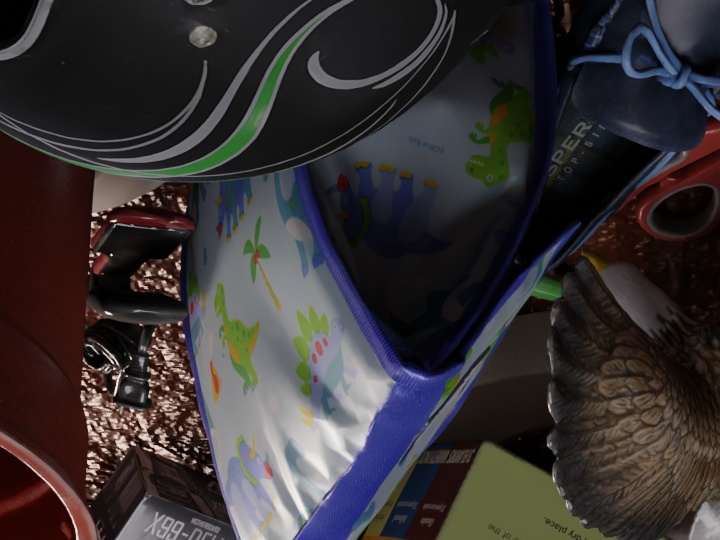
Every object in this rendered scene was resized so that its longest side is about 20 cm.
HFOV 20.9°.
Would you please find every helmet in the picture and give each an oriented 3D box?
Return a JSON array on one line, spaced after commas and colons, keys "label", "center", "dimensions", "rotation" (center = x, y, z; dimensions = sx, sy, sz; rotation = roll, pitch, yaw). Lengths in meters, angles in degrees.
[{"label": "helmet", "center": [-0.054, -0.119, 0.589], "dimensions": [0.200, 0.201, 0.190], "rotation": [31, 144, -32]}]

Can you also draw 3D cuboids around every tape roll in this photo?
[{"label": "tape roll", "center": [0.111, 0.090, 0.982], "dimensions": [0.202, 0.037, 0.203], "rotation": [2, 144, 2]}]

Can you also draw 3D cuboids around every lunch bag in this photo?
[{"label": "lunch bag", "center": [0.000, 0.000, 0.732], "dimensions": [0.127, 0.201, 0.170], "rotation": [13, 142, -11]}]

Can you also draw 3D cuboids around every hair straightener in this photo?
[{"label": "hair straightener", "center": [-0.108, 0.022, 0.831], "dimensions": [0.041, 0.077, 0.200], "rotation": [6, 172, -18]}]

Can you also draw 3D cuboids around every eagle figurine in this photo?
[{"label": "eagle figurine", "center": [0.140, 0.043, 0.779], "dimensions": [0.150, 0.152, 0.200], "rotation": [17, 172, 2]}]

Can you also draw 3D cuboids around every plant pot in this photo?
[{"label": "plant pot", "center": [-0.183, 0.008, 0.727], "dimensions": [0.200, 0.196, 0.201], "rotation": [3, 143, 2]}]

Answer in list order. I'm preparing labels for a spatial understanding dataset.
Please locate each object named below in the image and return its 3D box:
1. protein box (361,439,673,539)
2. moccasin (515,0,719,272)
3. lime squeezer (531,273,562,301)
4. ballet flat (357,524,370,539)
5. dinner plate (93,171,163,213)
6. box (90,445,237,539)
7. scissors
[{"label": "protein box", "center": [0.078, 0.211, 0.887], "dimensions": [0.198, 0.201, 0.135], "rotation": [28, 168, -9]}, {"label": "moccasin", "center": [0.112, -0.068, 0.733], "dimensions": [0.080, 0.068, 0.200], "rotation": [17, 137, -9]}, {"label": "lime squeezer", "center": [0.029, 0.001, 0.881], "dimensions": [0.199, 0.038, 0.071], "rotation": [1, 175, 3]}, {"label": "ballet flat", "center": [0.041, 0.180, 0.983], "dimensions": [0.066, 0.200, 0.057], "rotation": [-33, 178, -14]}, {"label": "dinner plate", "center": [-0.159, -0.075, 0.796], "dimensions": [0.199, 0.024, 0.201], "rotation": [2, 143, 1]}, {"label": "box", "center": [-0.079, 0.202, 1.085], "dimensions": [0.199, 0.050, 0.158], "rotation": [25, 109, -26]}, {"label": "scissors", "center": [0.166, -0.065, 0.784], "dimensions": [0.073, 0.014, 0.200], "rotation": [27, 140, -25]}]
